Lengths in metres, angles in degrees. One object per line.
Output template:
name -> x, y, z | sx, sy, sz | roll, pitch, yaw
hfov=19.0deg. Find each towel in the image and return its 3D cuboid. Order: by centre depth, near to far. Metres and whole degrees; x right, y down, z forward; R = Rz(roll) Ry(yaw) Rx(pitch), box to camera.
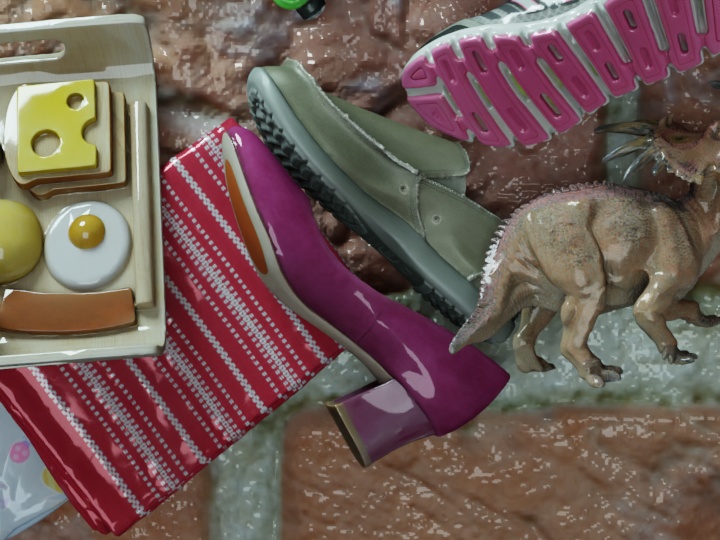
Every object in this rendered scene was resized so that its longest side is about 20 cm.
towel -> -0.105, 0.032, 1.181 | 0.200, 0.022, 0.145 | -39, 95, -10

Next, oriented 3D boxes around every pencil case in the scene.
pencil case -> -0.230, 0.058, 1.205 | 0.091, 0.083, 0.200 | -36, 96, 17

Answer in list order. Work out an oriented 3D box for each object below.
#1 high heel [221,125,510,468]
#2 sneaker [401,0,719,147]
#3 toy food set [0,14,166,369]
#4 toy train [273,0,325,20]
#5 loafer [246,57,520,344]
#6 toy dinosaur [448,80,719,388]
high heel -> 0.000, 0.000, 1.161 | 0.096, 0.067, 0.201 | -28, 102, -11
sneaker -> 0.114, -0.129, 1.129 | 0.199, 0.088, 0.074 | -20, 119, 33
toy food set -> -0.180, -0.040, 1.142 | 0.143, 0.060, 0.201 | -5, 67, 2
toy train -> -0.072, -0.222, 1.127 | 0.056, 0.042, 0.200 | -38, 97, 2
loafer -> 0.021, -0.048, 1.163 | 0.200, 0.075, 0.070 | 44, 82, -13
toy dinosaur -> 0.129, -0.018, 1.126 | 0.199, 0.086, 0.136 | -14, 100, -8
